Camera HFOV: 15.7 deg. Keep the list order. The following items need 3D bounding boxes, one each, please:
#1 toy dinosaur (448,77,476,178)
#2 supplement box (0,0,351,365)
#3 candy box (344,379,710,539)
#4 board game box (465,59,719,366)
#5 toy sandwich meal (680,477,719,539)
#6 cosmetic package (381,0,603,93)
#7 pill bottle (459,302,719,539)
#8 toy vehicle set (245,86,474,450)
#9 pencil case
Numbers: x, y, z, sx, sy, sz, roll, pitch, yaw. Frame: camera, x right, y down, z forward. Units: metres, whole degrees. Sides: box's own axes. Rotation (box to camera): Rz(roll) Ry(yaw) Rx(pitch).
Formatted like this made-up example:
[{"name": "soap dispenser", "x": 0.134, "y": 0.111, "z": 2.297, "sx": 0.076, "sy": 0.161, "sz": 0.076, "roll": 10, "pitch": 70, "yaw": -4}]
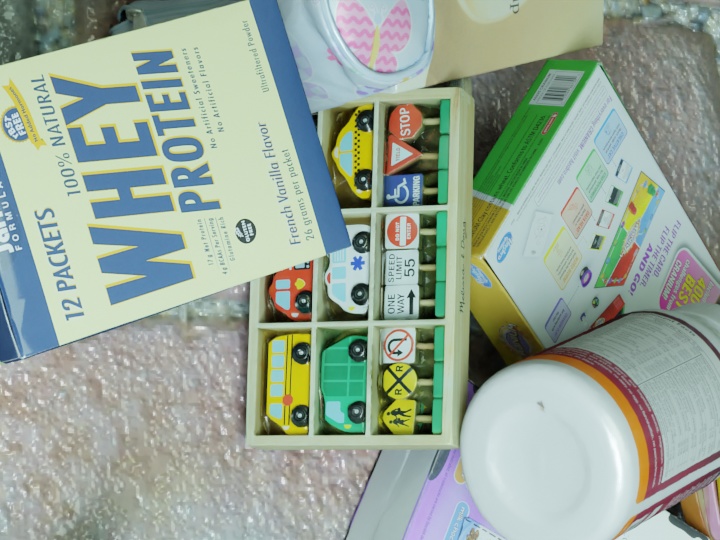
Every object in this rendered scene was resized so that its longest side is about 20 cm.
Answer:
[{"name": "toy dinosaur", "x": 0.042, "y": -0.043, "z": 1.542, "sx": 0.088, "sy": 0.047, "sz": 0.200, "roll": 41, "pitch": 60, "yaw": -13}, {"name": "supplement box", "x": -0.151, "y": -0.036, "z": 1.321, "sx": 0.199, "sy": 0.199, "sz": 0.135, "roll": -19, "pitch": 93, "yaw": -33}, {"name": "candy box", "x": 0.089, "y": 0.187, "z": 1.517, "sx": 0.199, "sy": 0.071, "sz": 0.169, "roll": 34, "pitch": 65, "yaw": -24}, {"name": "board game box", "x": 0.134, "y": -0.002, "z": 1.556, "sx": 0.153, "sy": 0.040, "sz": 0.200, "roll": -57, "pitch": 132, "yaw": -26}, {"name": "toy sandwich meal", "x": 0.269, "y": 0.105, "z": 1.632, "sx": 0.204, "sy": 0.070, "sz": 0.207, "roll": 7, "pitch": 80, "yaw": -41}, {"name": "cosmetic package", "x": 0.056, "y": -0.168, "z": 1.513, "sx": 0.199, "sy": 0.071, "sz": 0.106, "roll": -19, "pitch": 112, "yaw": -47}, {"name": "pill bottle", "x": 0.150, "y": 0.083, "z": 1.467, "sx": 0.200, "sy": 0.109, "sz": 0.110, "roll": -20, "pitch": 93, "yaw": -53}, {"name": "toy vehicle set", "x": 0.000, "y": 0.000, "z": 1.464, "sx": 0.026, "sy": 0.123, "sz": 0.202, "roll": 26, "pitch": 63, "yaw": -66}, {"name": "pencil case", "x": -0.050, "y": -0.125, "z": 1.405, "sx": 0.091, "sy": 0.199, "sz": 0.083, "roll": 55, "pitch": 52, "yaw": -21}]
